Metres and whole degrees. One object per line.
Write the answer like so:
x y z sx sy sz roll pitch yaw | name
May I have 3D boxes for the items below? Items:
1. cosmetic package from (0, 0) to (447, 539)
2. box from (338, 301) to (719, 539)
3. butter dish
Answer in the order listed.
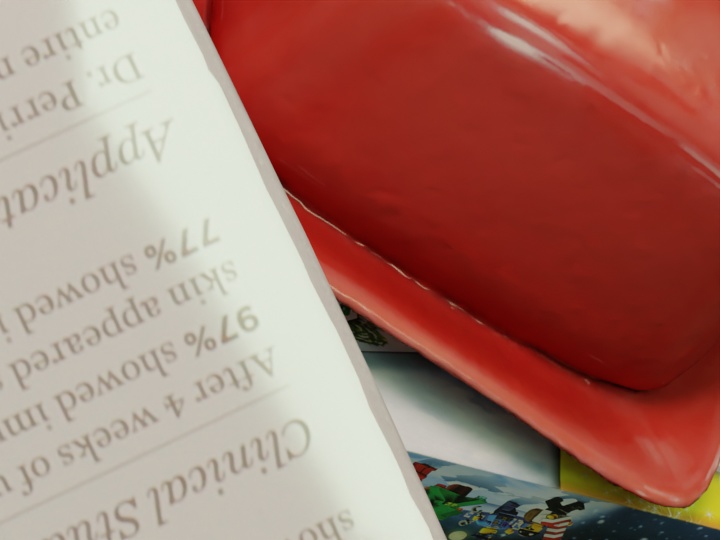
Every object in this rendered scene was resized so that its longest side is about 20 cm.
-0.077 0.058 0.571 0.167 0.166 0.200 -25 93 -6 | cosmetic package
0.000 0.000 0.754 0.200 0.038 0.137 16 48 -29 | box
0.063 -0.080 0.711 0.199 0.148 0.200 34 49 -21 | butter dish
